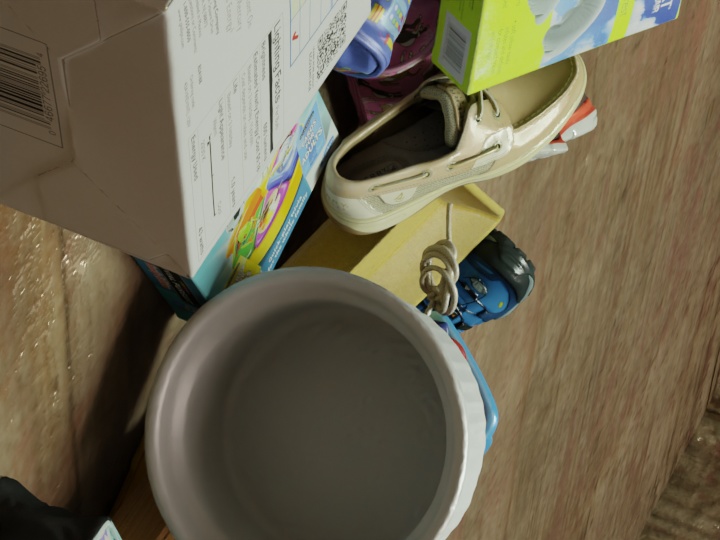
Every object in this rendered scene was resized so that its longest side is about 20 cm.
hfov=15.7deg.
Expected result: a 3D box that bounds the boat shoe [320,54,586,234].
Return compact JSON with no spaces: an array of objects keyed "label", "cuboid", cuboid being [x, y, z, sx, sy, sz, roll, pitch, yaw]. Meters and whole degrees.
[{"label":"boat shoe","cuboid":[0.063,-0.096,1.684,0.200,0.072,0.065,-30,158,-13]}]

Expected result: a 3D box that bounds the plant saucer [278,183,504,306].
[{"label":"plant saucer","cuboid":[0.000,0.000,1.812,0.200,0.048,0.200,-45,165,4]}]

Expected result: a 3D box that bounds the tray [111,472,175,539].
[{"label":"tray","cuboid":[-0.111,0.154,1.662,0.200,0.037,0.099,-53,156,-44]}]

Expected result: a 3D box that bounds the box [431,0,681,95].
[{"label":"box","cuboid":[0.142,-0.197,1.663,0.200,0.048,0.122,-22,141,-28]}]

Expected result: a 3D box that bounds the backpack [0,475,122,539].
[{"label":"backpack","cuboid":[-0.179,0.231,1.456,0.200,0.150,0.178,92,23,-62]}]

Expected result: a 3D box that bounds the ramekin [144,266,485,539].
[{"label":"ramekin","cuboid":[-0.020,0.099,1.566,0.201,0.200,0.098,-69,164,5]}]

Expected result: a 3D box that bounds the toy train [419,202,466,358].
[{"label":"toy train","cuboid":[0.005,0.056,1.734,0.085,0.115,0.201,-172,-99,-73]}]

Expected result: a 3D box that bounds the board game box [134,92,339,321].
[{"label":"board game box","cuboid":[-0.079,-0.058,1.558,0.151,0.047,0.200,-64,165,-12]}]

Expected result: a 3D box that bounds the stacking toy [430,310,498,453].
[{"label":"stacking toy","cuboid":[-0.009,0.099,1.814,0.200,0.110,0.116,0,145,-49]}]

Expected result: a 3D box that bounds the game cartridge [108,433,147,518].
[{"label":"game cartridge","cuboid":[-0.128,0.165,1.741,0.176,0.032,0.201,53,58,-72]}]

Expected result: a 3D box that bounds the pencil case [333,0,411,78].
[{"label":"pencil case","cuboid":[0.008,-0.216,1.542,0.078,0.087,0.201,144,-33,-72]}]

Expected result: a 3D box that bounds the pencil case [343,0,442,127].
[{"label":"pencil case","cuboid":[0.029,-0.132,1.758,0.200,0.082,0.087,71,29,-68]}]

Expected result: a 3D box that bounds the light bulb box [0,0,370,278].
[{"label":"light bulb box","cuboid":[-0.091,-0.143,1.257,0.200,0.124,0.199,-58,161,-33]}]

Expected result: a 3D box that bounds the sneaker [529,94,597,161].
[{"label":"sneaker","cuboid":[0.107,-0.119,1.813,0.200,0.077,0.082,-37,114,-70]}]

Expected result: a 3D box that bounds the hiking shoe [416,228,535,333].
[{"label":"hiking shoe","cuboid":[0.059,0.033,1.961,0.087,0.074,0.200,-53,-168,-33]}]
